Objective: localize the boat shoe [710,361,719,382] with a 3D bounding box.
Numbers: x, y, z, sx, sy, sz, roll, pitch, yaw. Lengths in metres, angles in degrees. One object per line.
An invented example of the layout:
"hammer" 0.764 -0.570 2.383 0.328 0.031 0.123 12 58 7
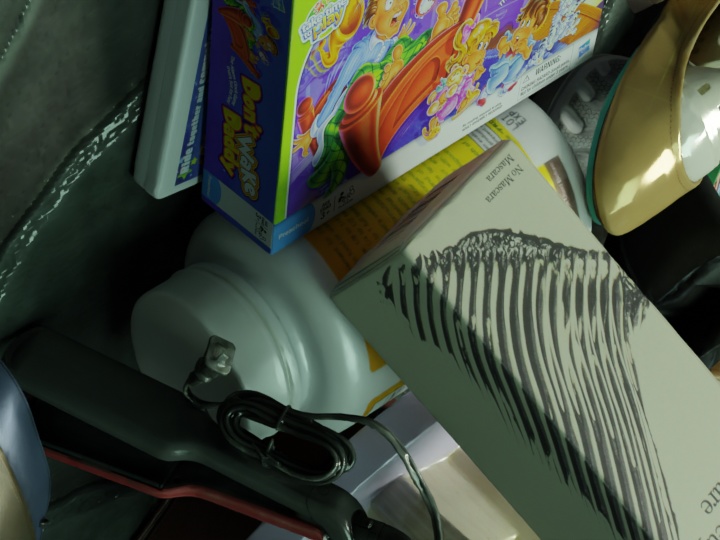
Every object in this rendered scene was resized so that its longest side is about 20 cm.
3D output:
"boat shoe" 0.130 0.044 1.181 0.199 0.072 0.072 7 138 -11

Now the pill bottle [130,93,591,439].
"pill bottle" 0.000 0.000 0.969 0.200 0.109 0.110 -31 147 -33

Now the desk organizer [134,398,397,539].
"desk organizer" -0.053 0.136 1.088 0.200 0.077 0.072 -55 152 7

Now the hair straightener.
"hair straightener" -0.056 0.067 0.876 0.041 0.199 0.077 -48 155 -43

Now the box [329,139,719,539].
"box" 0.087 0.052 0.893 0.082 0.200 0.068 -46 -173 -32

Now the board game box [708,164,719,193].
"board game box" 0.174 0.042 1.320 0.200 0.029 0.135 90 24 -49

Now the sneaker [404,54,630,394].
"sneaker" 0.084 -0.018 1.106 0.200 0.075 0.082 -56 -165 7

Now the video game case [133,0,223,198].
"video game case" -0.005 -0.119 0.918 0.200 0.018 0.144 -26 144 -40

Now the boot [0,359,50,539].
"boot" -0.149 0.127 0.896 0.097 0.075 0.201 -44 131 -31

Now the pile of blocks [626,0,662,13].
"pile of blocks" 0.178 -0.207 1.066 0.200 0.082 0.062 -46 111 -31

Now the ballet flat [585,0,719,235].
"ballet flat" 0.160 -0.092 1.022 0.200 0.063 0.069 -62 143 -40

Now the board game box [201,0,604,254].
"board game box" 0.025 -0.109 0.907 0.200 0.045 0.135 -33 147 -32

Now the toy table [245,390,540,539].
"toy table" 0.038 0.134 0.987 0.200 0.117 0.184 -45 160 3

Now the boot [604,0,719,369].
"boot" 0.163 -0.046 1.092 0.200 0.065 0.165 -85 -162 -63
